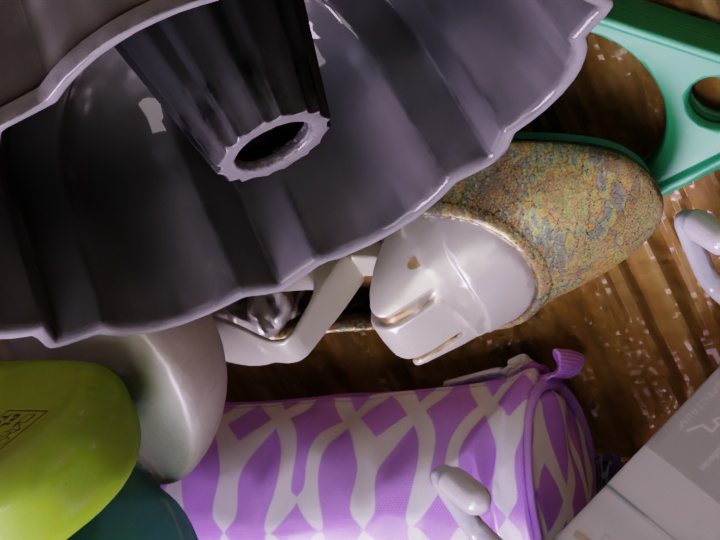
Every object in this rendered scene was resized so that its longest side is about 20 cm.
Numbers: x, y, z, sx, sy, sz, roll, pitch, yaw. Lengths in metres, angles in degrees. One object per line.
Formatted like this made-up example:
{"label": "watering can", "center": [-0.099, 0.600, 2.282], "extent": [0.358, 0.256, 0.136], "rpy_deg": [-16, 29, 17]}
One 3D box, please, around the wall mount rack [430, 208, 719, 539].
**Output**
{"label": "wall mount rack", "center": [0.122, 0.077, 0.822], "extent": [0.174, 0.200, 0.075], "rpy_deg": [38, 168, 32]}

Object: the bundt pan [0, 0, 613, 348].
{"label": "bundt pan", "center": [-0.037, -0.064, 0.737], "extent": [0.202, 0.201, 0.076], "rpy_deg": [-42, 64, 37]}

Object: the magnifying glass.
{"label": "magnifying glass", "center": [0.118, -0.055, 0.847], "extent": [0.199, 0.022, 0.080], "rpy_deg": [-2, 127, 20]}

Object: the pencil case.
{"label": "pencil case", "center": [-0.015, 0.074, 0.950], "extent": [0.199, 0.084, 0.086], "rpy_deg": [-5, 91, 18]}

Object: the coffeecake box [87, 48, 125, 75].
{"label": "coffeecake box", "center": [-0.106, -0.097, 0.792], "extent": [0.200, 0.153, 0.073], "rpy_deg": [-43, 63, 37]}

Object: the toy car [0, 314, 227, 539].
{"label": "toy car", "center": [-0.122, 0.094, 0.859], "extent": [0.199, 0.175, 0.151], "rpy_deg": [-15, 110, 53]}

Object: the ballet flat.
{"label": "ballet flat", "center": [0.000, 0.000, 0.879], "extent": [0.199, 0.071, 0.071], "rpy_deg": [-2, 127, 28]}
